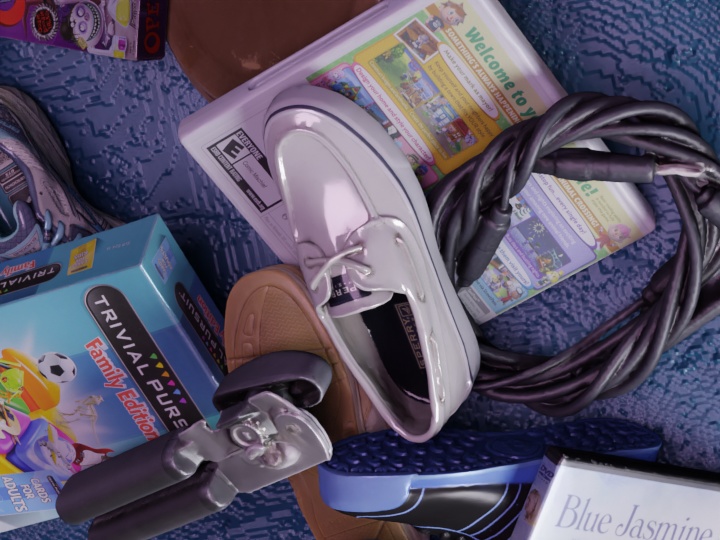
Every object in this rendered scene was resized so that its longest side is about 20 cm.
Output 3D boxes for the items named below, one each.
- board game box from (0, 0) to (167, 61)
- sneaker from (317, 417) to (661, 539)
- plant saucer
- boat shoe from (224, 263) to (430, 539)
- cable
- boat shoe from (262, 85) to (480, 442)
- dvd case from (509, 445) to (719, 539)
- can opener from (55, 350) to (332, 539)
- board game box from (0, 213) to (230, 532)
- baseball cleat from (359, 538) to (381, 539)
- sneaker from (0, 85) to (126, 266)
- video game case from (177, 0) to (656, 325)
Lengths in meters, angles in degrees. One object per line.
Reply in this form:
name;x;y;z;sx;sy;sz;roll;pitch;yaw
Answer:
board game box;-0.155;-0.223;1.612;0.120;0.032;0.201;13;103;39
sneaker;0.070;0.128;1.566;0.199;0.070;0.078;-1;109;-19
plant saucer;-0.046;-0.168;1.570;0.199;0.029;0.201;8;102;39
boat shoe;-0.014;0.080;1.607;0.073;0.069;0.201;-12;110;27
cable;0.108;-0.005;1.550;0.200;0.051;0.163;-34;120;22
boat shoe;0.000;0.000;1.521;0.072;0.066;0.201;-10;118;25
dvd case;0.123;0.194;1.577;0.018;0.142;0.201;40;113;52
can opener;-0.085;0.097;1.578;0.053;0.067;0.200;44;138;-20
board game box;-0.167;0.063;1.626;0.199;0.047;0.151;-16;124;24
baseball cleat;0.021;0.212;1.603;0.069;0.107;0.201;-3;122;13
sneaker;-0.177;-0.011;1.640;0.078;0.086;0.200;-41;90;17
video game case;0.032;-0.051;1.558;0.182;0.022;0.200;-29;122;18
